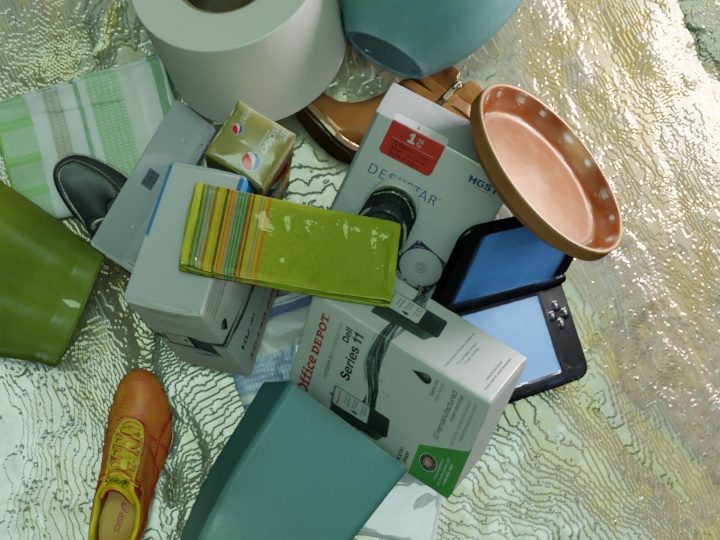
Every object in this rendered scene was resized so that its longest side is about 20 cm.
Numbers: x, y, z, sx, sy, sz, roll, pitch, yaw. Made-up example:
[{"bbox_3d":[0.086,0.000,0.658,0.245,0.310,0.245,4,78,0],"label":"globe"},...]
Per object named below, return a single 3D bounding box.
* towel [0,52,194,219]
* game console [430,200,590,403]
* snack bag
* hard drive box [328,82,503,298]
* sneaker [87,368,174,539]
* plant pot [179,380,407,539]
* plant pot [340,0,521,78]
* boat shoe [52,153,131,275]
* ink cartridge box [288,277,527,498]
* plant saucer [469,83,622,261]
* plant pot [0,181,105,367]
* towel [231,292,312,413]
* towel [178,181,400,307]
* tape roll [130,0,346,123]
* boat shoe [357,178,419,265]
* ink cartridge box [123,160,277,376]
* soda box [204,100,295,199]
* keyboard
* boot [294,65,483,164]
[{"bbox_3d":[-0.289,-0.141,1.410,0.199,0.031,0.150,-17,82,-6],"label":"towel"},{"bbox_3d":[0.170,0.039,1.329,0.199,0.116,0.177,-13,83,-36],"label":"game console"},{"bbox_3d":[0.004,0.182,1.364,0.188,0.021,0.201,12,85,-1],"label":"snack bag"},{"bbox_3d":[0.054,-0.066,1.340,0.155,0.077,0.200,27,124,0],"label":"hard drive box"},{"bbox_3d":[-0.235,0.201,1.341,0.073,0.077,0.201,6,80,-1],"label":"sneaker"},{"bbox_3d":[-0.082,0.229,1.254,0.141,0.141,0.200,37,77,-9],"label":"plant pot"},{"bbox_3d":[0.057,-0.282,1.366,0.200,0.200,0.135,28,82,1],"label":"plant pot"},{"bbox_3d":[-0.247,-0.047,1.369,0.073,0.063,0.200,-43,95,2],"label":"boat shoe"},{"bbox_3d":[0.039,0.100,1.252,0.200,0.147,0.083,32,43,16],"label":"ink cartridge box"},{"bbox_3d":[0.178,-0.093,1.268,0.032,0.200,0.201,-40,85,32],"label":"plant saucer"},{"bbox_3d":[-0.370,0.004,1.316,0.192,0.200,0.201,24,81,-12],"label":"plant pot"},{"bbox_3d":[-0.058,0.119,1.390,0.146,0.024,0.201,-17,83,-5],"label":"towel"},{"bbox_3d":[-0.063,-0.024,1.199,0.199,0.018,0.086,10,73,-9],"label":"towel"},{"bbox_3d":[-0.123,-0.271,1.353,0.202,0.139,0.203,-5,64,10],"label":"tape roll"},{"bbox_3d":[0.000,0.000,1.313,0.075,0.060,0.201,21,124,5],"label":"boat shoe"},{"bbox_3d":[-0.148,0.004,1.296,0.086,0.200,0.147,11,72,15],"label":"ink cartridge box"},{"bbox_3d":[-0.113,-0.102,1.328,0.068,0.200,0.064,31,78,1],"label":"soda box"},{"bbox_3d":[-0.215,-0.091,1.367,0.056,0.011,0.200,34,59,-16],"label":"keyboard"},{"bbox_3d":[0.035,-0.178,1.413,0.200,0.077,0.155,35,78,6],"label":"boot"}]
